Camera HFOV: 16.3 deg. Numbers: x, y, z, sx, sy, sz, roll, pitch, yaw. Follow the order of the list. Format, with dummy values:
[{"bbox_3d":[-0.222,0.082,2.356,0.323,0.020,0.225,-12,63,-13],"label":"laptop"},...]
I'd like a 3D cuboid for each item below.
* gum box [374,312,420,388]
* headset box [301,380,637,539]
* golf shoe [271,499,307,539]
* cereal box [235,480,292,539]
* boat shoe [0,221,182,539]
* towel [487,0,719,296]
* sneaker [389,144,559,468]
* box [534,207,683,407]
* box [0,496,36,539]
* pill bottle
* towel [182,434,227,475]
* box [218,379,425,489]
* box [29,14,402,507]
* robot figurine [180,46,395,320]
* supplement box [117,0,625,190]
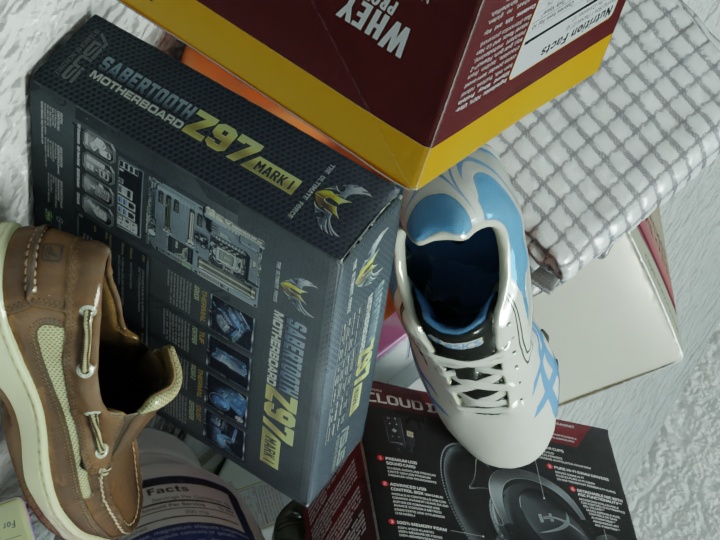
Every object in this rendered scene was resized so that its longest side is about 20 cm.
[{"bbox_3d":[0.000,0.000,1.306,0.200,0.113,0.066,-37,157,-22],"label":"gum box"},{"bbox_3d":[0.056,0.144,1.215,0.200,0.149,0.077,-102,-147,-46],"label":"headset box"},{"bbox_3d":[-0.001,0.175,1.327,0.200,0.088,0.077,36,42,-51],"label":"golf shoe"},{"bbox_3d":[-0.032,0.168,1.405,0.200,0.040,0.144,-21,139,1],"label":"cereal box"},{"bbox_3d":[-0.115,0.057,1.099,0.202,0.075,0.075,74,17,-53],"label":"boat shoe"},{"bbox_3d":[0.082,-0.101,1.264,0.166,0.200,0.086,-42,177,-24],"label":"towel"},{"bbox_3d":[0.048,0.027,1.144,0.200,0.072,0.073,74,23,-43],"label":"sneaker"},{"bbox_3d":[0.112,-0.030,1.470,0.200,0.109,0.128,-89,155,-58],"label":"box"},{"bbox_3d":[-0.159,0.235,1.131,0.097,0.200,0.176,-17,152,-10],"label":"box"},{"bbox_3d":[-0.093,0.167,1.248,0.111,0.200,0.111,-9,123,-15],"label":"pill bottle"},{"bbox_3d":[-0.059,0.055,1.451,0.149,0.031,0.200,-35,160,-54],"label":"towel"},{"bbox_3d":[-0.014,0.119,1.504,0.124,0.097,0.200,-37,161,-49],"label":"box"},{"bbox_3d":[-0.067,0.000,1.093,0.051,0.158,0.200,-50,161,-31],"label":"box"},{"bbox_3d":[-0.025,-0.051,1.172,0.117,0.144,0.200,-31,137,-34],"label":"robot figurine"},{"bbox_3d":[0.005,-0.176,0.897,0.133,0.197,0.200,-34,151,-48],"label":"supplement box"}]
